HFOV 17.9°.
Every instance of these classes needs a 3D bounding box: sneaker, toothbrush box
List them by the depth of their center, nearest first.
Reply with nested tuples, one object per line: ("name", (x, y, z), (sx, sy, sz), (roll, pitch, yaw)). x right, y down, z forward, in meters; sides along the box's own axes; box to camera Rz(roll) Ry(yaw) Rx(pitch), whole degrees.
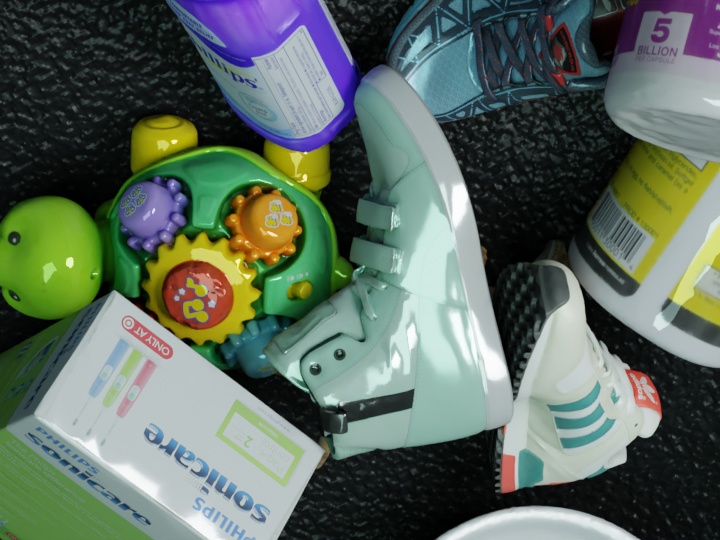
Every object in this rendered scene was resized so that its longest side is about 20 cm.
("sneaker", (0.000, 0.000, 1.185), (0.118, 0.074, 0.201), (-16, 96, -10))
("sneaker", (0.100, -0.130, 1.191), (0.200, 0.096, 0.079), (-23, 108, 12))
("toothbrush box", (-0.136, 0.105, 1.242), (0.146, 0.086, 0.200), (38, 153, -15))
("sneaker", (0.120, 0.055, 1.250), (0.093, 0.070, 0.200), (-4, 146, -6))

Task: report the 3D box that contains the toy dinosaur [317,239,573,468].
("toy dinosaur", (0.028, 0.041, 1.279), (0.200, 0.060, 0.106), (-32, 117, 13))

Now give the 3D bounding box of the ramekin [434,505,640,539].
("ramekin", (0.095, 0.241, 1.297), (0.200, 0.098, 0.201), (2, 75, -6))

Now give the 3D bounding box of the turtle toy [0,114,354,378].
("turtle toy", (-0.102, -0.005, 1.248), (0.199, 0.101, 0.146), (6, 112, 8))

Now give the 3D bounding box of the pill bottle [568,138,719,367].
("pill bottle", (0.207, -0.059, 1.205), (0.114, 0.114, 0.200), (29, 111, -8))

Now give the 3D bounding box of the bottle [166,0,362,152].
("bottle", (-0.058, -0.137, 1.152), (0.065, 0.200, 0.083), (-46, 61, -9))

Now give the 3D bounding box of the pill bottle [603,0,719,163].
("pill bottle", (0.191, -0.157, 1.093), (0.112, 0.112, 0.201), (16, 83, -3))
